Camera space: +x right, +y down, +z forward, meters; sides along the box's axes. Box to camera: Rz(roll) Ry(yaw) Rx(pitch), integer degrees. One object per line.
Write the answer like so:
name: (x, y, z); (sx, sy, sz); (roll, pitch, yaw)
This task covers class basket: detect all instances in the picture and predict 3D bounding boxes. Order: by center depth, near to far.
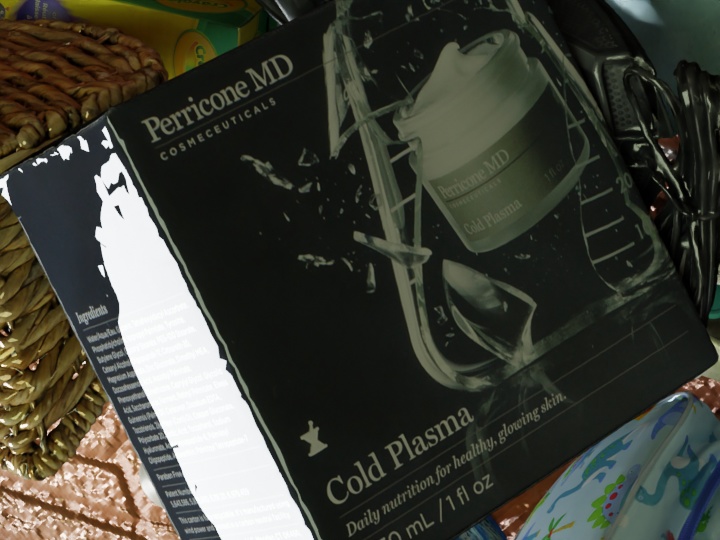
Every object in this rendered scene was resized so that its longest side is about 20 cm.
basket: (-0.155, -0.020, 1.008); (0.199, 0.142, 0.150); (15, 126, 49)

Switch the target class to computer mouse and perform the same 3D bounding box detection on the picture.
computer mouse: (0.089, -0.072, 0.947); (0.200, 0.053, 0.139); (39, 146, 34)

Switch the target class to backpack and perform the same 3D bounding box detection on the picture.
backpack: (0.133, 0.159, 1.019); (0.147, 0.183, 0.200); (35, 147, -1)

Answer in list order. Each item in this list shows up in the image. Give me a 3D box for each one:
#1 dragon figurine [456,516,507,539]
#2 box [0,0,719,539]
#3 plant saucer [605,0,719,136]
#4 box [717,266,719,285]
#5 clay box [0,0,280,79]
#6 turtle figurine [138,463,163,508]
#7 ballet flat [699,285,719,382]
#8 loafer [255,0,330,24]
dragon figurine: (0.037, 0.151, 1.130); (0.200, 0.059, 0.100); (41, 121, 1)
box: (0.000, 0.000, 0.890); (0.124, 0.199, 0.197); (-21, 98, 60)
plant saucer: (0.105, -0.154, 0.943); (0.201, 0.039, 0.202); (42, 146, 37)
box: (0.194, -0.088, 0.956); (0.082, 0.068, 0.201); (15, 118, 13)
clay box: (-0.118, -0.085, 1.091); (0.199, 0.048, 0.116); (14, 119, 17)
turtle figurine: (-0.017, 0.046, 1.057); (0.194, 0.199, 0.145); (-39, 74, 56)
ballet flat: (0.172, 0.030, 1.029); (0.199, 0.069, 0.070); (20, 118, 14)
loafer: (-0.085, -0.178, 1.017); (0.200, 0.068, 0.071); (35, 81, 1)
